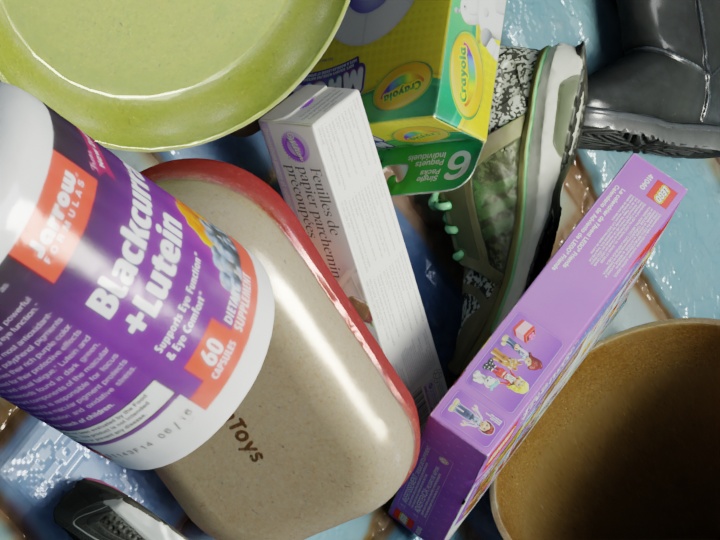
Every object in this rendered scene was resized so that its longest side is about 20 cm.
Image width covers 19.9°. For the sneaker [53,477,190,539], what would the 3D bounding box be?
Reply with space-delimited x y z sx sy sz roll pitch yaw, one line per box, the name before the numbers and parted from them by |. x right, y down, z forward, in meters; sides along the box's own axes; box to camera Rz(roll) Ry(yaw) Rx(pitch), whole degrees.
sneaker | -0.086 0.192 0.986 0.086 0.080 0.200 -42 104 -15

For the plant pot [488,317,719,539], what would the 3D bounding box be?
plant pot | 0.197 0.162 1.185 0.187 0.186 0.200 -57 134 -29

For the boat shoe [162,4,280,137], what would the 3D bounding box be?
boat shoe | -0.056 -0.172 1.053 0.068 0.072 0.200 26 69 -38

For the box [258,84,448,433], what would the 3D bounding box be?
box | 0.000 0.000 1.073 0.041 0.039 0.200 -43 127 -37

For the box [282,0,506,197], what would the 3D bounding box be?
box | 0.020 -0.136 1.084 0.048 0.117 0.200 20 72 -45

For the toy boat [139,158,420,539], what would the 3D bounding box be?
toy boat | -0.054 0.030 1.019 0.200 0.130 0.131 58 23 -21

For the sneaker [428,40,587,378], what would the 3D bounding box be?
sneaker | 0.068 -0.040 1.160 0.077 0.088 0.200 0 105 -78

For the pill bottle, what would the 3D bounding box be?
pill bottle | -0.139 -0.008 0.845 0.200 0.111 0.112 36 63 -36

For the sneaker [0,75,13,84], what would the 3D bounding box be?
sneaker | -0.184 -0.003 0.924 0.080 0.070 0.201 16 74 -42

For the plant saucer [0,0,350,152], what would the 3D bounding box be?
plant saucer | -0.094 -0.155 0.962 0.200 0.031 0.200 -11 115 -23

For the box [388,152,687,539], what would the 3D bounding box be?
box | 0.095 0.045 1.111 0.039 0.137 0.200 35 62 9

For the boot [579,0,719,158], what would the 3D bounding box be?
boot | 0.166 -0.174 1.250 0.165 0.066 0.200 4 86 -49
